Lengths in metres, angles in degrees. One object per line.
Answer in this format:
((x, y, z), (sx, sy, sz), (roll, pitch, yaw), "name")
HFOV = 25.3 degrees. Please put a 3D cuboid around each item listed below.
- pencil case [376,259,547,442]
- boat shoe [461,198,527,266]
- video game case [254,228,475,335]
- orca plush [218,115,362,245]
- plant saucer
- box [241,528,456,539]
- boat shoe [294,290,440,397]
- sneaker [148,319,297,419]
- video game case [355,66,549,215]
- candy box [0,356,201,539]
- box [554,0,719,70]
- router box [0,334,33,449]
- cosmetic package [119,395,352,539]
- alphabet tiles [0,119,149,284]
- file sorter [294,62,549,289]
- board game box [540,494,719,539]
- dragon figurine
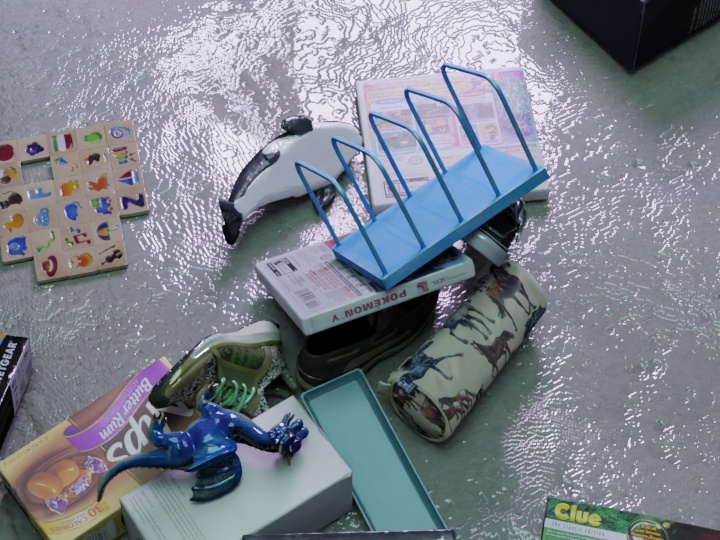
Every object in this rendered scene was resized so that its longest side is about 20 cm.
((0.108, 0.076, 1.633), (0.089, 0.078, 0.200), (38, 63, 7), "pencil case")
((0.138, -0.056, 1.659), (0.073, 0.199, 0.068), (39, 102, 4), "boat shoe")
((0.000, 0.000, 1.634), (0.181, 0.023, 0.200), (-19, 20, -11), "video game case")
((-0.088, -0.101, 1.776), (0.105, 0.071, 0.200), (50, 65, -22), "orca plush")
((0.014, 0.194, 1.577), (0.070, 0.019, 0.201), (-23, 66, -15), "plant saucer")
((-0.008, 0.338, 1.439), (0.198, 0.104, 0.183), (-1, 57, -1), "box")
((0.013, 0.050, 1.651), (0.074, 0.074, 0.200), (35, 63, 21), "boat shoe")
((-0.124, 0.110, 1.575), (0.089, 0.077, 0.200), (52, 34, 12), "sneaker")
((0.102, -0.149, 1.818), (0.198, 0.024, 0.183), (-6, 56, -3), "video game case")
((-0.238, 0.187, 1.569), (0.199, 0.057, 0.117), (-33, 62, -19), "candy box")
((0.337, -0.376, 1.911), (0.198, 0.124, 0.200), (-30, 59, -20), "box")
((-0.422, 0.142, 1.575), (0.148, 0.051, 0.201), (6, 42, 4), "router box")
((-0.116, 0.223, 1.528), (0.199, 0.085, 0.108), (-28, 59, -18), "cosmetic package")
((-0.320, -0.076, 1.776), (0.166, 0.008, 0.201), (-10, 57, -8), "alphabet tiles")
((0.054, -0.100, 1.587), (0.199, 0.123, 0.139), (-35, 23, -11), "file sorter")
((0.268, 0.283, 1.527), (0.198, 0.024, 0.105), (11, 59, 6), "board game box")
((-0.145, 0.171, 1.477), (0.199, 0.059, 0.099), (-29, 55, -19), "dragon figurine")
